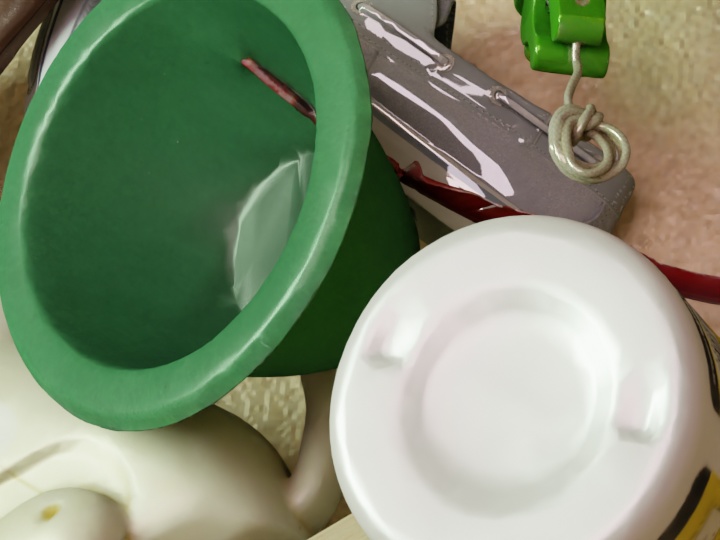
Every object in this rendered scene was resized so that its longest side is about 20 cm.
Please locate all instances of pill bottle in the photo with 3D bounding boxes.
[{"bbox_3d":[0.076,0.066,0.920,0.114,0.200,0.115,-7,69,20],"label":"pill bottle"}]

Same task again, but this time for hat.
[{"bbox_3d":[0.000,0.000,1.016,0.200,0.176,0.166,41,102,46],"label":"hat"}]

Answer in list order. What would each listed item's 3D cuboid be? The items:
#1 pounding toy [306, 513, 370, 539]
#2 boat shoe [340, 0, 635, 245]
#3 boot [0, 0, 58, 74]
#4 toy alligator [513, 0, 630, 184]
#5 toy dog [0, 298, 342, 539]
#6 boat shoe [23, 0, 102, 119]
[{"bbox_3d":[-0.004,0.219,0.954,0.184,0.142,0.200,-31,57,4],"label":"pounding toy"},{"bbox_3d":[0.011,-0.069,1.061,0.201,0.070,0.072,39,79,11],"label":"boat shoe"},{"bbox_3d":[-0.189,-0.117,1.128,0.186,0.064,0.200,44,119,24],"label":"boot"},{"bbox_3d":[0.068,-0.097,0.995,0.059,0.054,0.201,5,55,-6],"label":"toy alligator"},{"bbox_3d":[-0.118,0.061,1.040,0.194,0.139,0.200,-47,57,8],"label":"toy dog"},{"bbox_3d":[-0.080,-0.132,1.130,0.067,0.073,0.201,-10,49,60],"label":"boat shoe"}]
